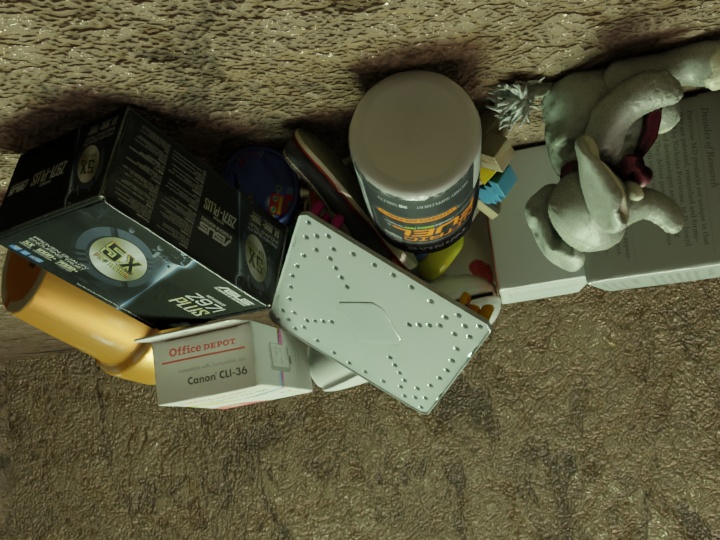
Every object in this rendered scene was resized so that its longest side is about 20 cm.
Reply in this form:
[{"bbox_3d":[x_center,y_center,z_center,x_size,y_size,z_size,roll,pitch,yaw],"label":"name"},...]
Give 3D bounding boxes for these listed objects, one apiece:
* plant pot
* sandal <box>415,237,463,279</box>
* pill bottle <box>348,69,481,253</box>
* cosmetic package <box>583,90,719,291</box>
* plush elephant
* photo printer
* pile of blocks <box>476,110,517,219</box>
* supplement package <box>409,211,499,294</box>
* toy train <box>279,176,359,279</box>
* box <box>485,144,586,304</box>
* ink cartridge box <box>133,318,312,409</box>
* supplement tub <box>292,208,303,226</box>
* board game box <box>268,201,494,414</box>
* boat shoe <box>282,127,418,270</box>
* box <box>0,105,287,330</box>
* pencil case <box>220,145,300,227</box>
[{"bbox_3d":[-0.290,0.010,0.987,0.198,0.205,0.181,-13,155,43],"label":"plant pot"},{"bbox_3d":[0.055,-0.066,0.995,0.087,0.080,0.200,40,-173,-19],"label":"sandal"},{"bbox_3d":[0.052,-0.079,0.757,0.103,0.109,0.200,-7,164,5],"label":"pill bottle"},{"bbox_3d":[0.330,-0.076,0.903,0.196,0.169,0.164,-9,173,22],"label":"cosmetic package"},{"bbox_3d":[0.211,-0.087,0.740,0.195,0.159,0.165,-6,173,-7],"label":"plush elephant"},{"bbox_3d":[0.057,0.067,1.002,0.198,0.071,0.165,-30,168,36],"label":"photo printer"},{"bbox_3d":[0.124,-0.105,0.871,0.082,0.063,0.200,37,169,-5],"label":"pile of blocks"},{"bbox_3d":[0.112,0.002,1.170,0.119,0.123,0.199,-26,-175,40],"label":"supplement package"},{"bbox_3d":[-0.030,-0.056,0.906,0.199,0.042,0.056,-39,169,-9],"label":"toy train"},{"bbox_3d":[0.205,-0.049,1.045,0.104,0.156,0.200,-9,172,9],"label":"box"},{"bbox_3d":[-0.138,0.101,0.916,0.114,0.069,0.200,-13,166,15],"label":"ink cartridge box"},{"bbox_3d":[-0.102,-0.019,1.128,0.121,0.126,0.198,-12,170,40],"label":"supplement tub"},{"bbox_3d":[0.013,0.042,0.853,0.197,0.026,0.201,31,146,4],"label":"board game box"},{"bbox_3d":[-0.018,-0.052,0.842,0.062,0.072,0.200,-31,131,14],"label":"boat shoe"},{"bbox_3d":[-0.190,-0.033,0.777,0.161,0.088,0.199,-11,146,36],"label":"box"},{"bbox_3d":[-0.111,-0.067,0.920,0.085,0.080,0.200,-4,172,-10],"label":"pencil case"}]
